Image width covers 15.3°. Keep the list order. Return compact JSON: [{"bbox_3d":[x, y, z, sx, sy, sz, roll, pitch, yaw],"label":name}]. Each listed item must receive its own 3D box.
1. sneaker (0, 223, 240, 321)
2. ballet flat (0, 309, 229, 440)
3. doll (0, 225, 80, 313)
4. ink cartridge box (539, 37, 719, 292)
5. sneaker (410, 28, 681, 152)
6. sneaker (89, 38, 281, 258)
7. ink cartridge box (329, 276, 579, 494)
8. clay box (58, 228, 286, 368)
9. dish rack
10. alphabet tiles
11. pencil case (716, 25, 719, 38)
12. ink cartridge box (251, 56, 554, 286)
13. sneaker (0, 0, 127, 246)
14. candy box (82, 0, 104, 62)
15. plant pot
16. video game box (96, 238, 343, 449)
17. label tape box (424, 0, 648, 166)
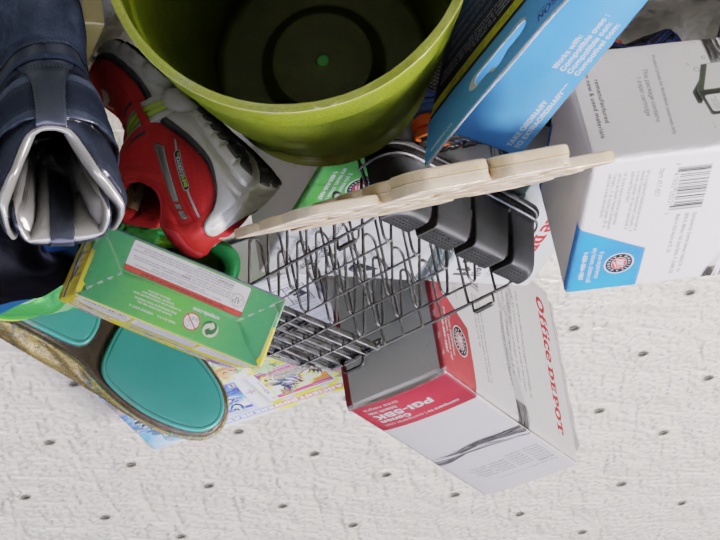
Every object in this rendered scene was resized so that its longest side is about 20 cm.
[{"bbox_3d":[-0.170,-0.008,1.764,0.199,0.075,0.083,-3,175,-28],"label":"sneaker"},{"bbox_3d":[-0.179,0.053,1.826,0.199,0.071,0.071,32,139,-7],"label":"ballet flat"},{"bbox_3d":[-0.230,-0.014,1.659,0.199,0.049,0.136,12,142,-33],"label":"doll"},{"bbox_3d":[0.218,-0.068,1.616,0.198,0.085,0.146,-7,148,-8],"label":"ink cartridge box"},{"bbox_3d":[0.117,-0.129,1.662,0.199,0.079,0.075,-13,178,-29],"label":"sneaker"},{"bbox_3d":[-0.125,-0.070,1.574,0.085,0.200,0.077,-48,126,1],"label":"sneaker"},{"bbox_3d":[0.064,0.055,1.884,0.082,0.148,0.200,-23,147,23],"label":"ink cartridge box"},{"bbox_3d":[-0.115,0.017,1.585,0.114,0.048,0.200,22,176,-8],"label":"clay box"},{"bbox_3d":[0.000,0.000,1.699,0.199,0.055,0.153,-28,144,33],"label":"dish rack"},{"bbox_3d":[0.034,-0.045,1.495,0.194,0.015,0.200,-11,178,-22],"label":"alphabet tiles"},{"bbox_3d":[0.267,-0.136,1.682,0.089,0.078,0.200,31,152,14],"label":"pencil case"},{"bbox_3d":[0.043,-0.063,1.739,0.199,0.084,0.147,2,148,-22],"label":"ink cartridge box"},{"bbox_3d":[-0.177,-0.059,1.506,0.076,0.147,0.203,-9,151,-8],"label":"sneaker"},{"bbox_3d":[-0.234,-0.113,1.593,0.115,0.056,0.200,3,148,-22],"label":"candy box"},{"bbox_3d":[-0.030,-0.149,1.487,0.199,0.202,0.193,-11,162,1],"label":"plant pot"},{"bbox_3d":[-0.099,0.051,1.927,0.199,0.047,0.182,-18,147,13],"label":"video game box"},{"bbox_3d":[0.107,-0.143,1.480,0.066,0.201,0.143,31,124,-14],"label":"label tape box"}]
